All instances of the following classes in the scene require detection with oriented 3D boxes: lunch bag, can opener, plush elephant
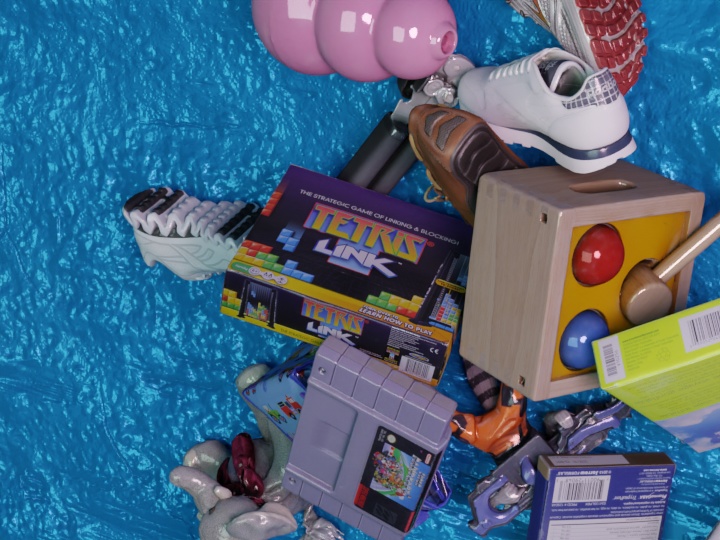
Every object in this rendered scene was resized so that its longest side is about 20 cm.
[{"bbox_3d":[-0.001,0.160,1.335,0.201,0.094,0.150,55,156,-4],"label":"lunch bag"},{"bbox_3d":[0.035,-0.129,1.297,0.200,0.052,0.067,-54,39,29],"label":"can opener"},{"bbox_3d":[-0.122,0.227,1.419,0.200,0.155,0.165,51,123,11],"label":"plush elephant"}]

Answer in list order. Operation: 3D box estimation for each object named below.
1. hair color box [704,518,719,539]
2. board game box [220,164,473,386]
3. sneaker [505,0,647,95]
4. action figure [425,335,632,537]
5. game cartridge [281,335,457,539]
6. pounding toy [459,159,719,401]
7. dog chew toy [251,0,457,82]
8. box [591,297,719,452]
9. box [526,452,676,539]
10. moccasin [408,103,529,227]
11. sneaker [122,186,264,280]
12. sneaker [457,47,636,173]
[{"bbox_3d":[0.305,0.281,1.174,0.099,0.061,0.201,36,133,17],"label":"hair color box"},{"bbox_3d":[0.000,0.000,1.241,0.199,0.166,0.057,18,132,6],"label":"board game box"},{"bbox_3d":[0.168,-0.230,1.173,0.082,0.078,0.201,-30,84,52],"label":"sneaker"},{"bbox_3d":[0.158,0.134,1.277,0.199,0.105,0.194,-33,91,6],"label":"action figure"},{"bbox_3d":[0.004,0.155,1.230,0.129,0.038,0.201,30,138,14],"label":"game cartridge"},{"bbox_3d":[0.208,-0.005,1.143,0.142,0.199,0.185,31,122,51],"label":"pounding toy"},{"bbox_3d":[0.000,-0.220,1.231,0.199,0.124,0.125,23,114,36],"label":"dog chew toy"},{"bbox_3d":[0.279,0.085,1.120,0.121,0.200,0.048,-21,60,26],"label":"box"},{"bbox_3d":[0.203,0.257,1.253,0.032,0.120,0.202,-129,43,-67],"label":"box"},{"bbox_3d":[0.093,-0.077,1.191,0.078,0.201,0.074,36,91,33],"label":"moccasin"},{"bbox_3d":[-0.147,-0.026,1.428,0.199,0.075,0.082,14,124,31],"label":"sneaker"},{"bbox_3d":[0.146,-0.147,1.162,0.200,0.076,0.081,27,146,51],"label":"sneaker"}]
